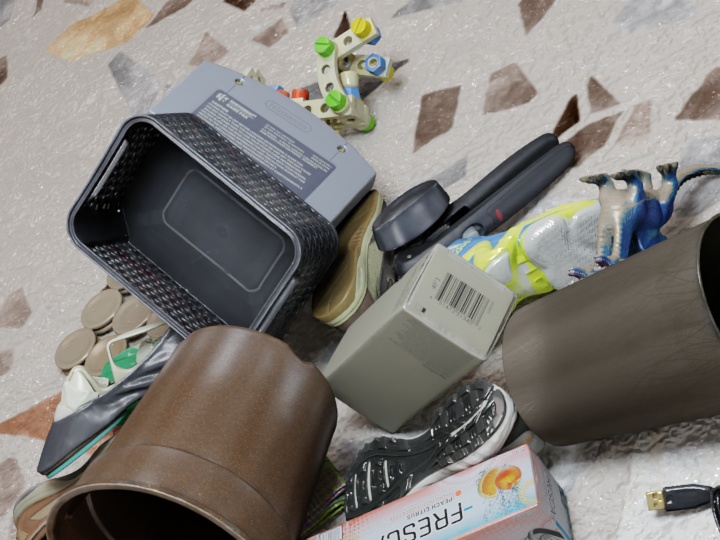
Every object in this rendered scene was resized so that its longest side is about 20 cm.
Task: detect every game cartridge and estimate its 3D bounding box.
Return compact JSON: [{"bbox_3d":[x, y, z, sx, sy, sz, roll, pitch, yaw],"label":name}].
[{"bbox_3d":[-0.091,-0.107,1.806,0.199,0.042,0.133,34,43,10],"label":"game cartridge"}]

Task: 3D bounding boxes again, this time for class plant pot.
[{"bbox_3d":[-0.117,0.164,1.573,0.199,0.201,0.199,-8,39,34],"label":"plant pot"}]

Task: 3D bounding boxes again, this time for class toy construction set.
[{"bbox_3d":[-0.061,-0.172,1.975,0.199,0.092,0.132,-10,69,43],"label":"toy construction set"}]

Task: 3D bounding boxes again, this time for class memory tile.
[{"bbox_3d":[-0.202,0.048,1.928,0.199,0.017,0.154,6,55,42],"label":"memory tile"}]

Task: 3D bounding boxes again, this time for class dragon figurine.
[{"bbox_3d":[0.230,-0.034,1.597,0.059,0.100,0.199,-6,4,42],"label":"dragon figurine"}]

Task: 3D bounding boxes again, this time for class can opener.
[{"bbox_3d":[0.107,-0.057,1.747,0.199,0.079,0.063,-31,42,-10],"label":"can opener"}]

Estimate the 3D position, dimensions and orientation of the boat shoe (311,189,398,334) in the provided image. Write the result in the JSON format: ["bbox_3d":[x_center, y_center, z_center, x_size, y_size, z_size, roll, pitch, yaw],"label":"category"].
[{"bbox_3d":[0.000,0.000,1.773,0.073,0.065,0.201,-33,22,27],"label":"boat shoe"}]

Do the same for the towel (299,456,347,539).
[{"bbox_3d":[-0.109,0.216,1.674,0.200,0.023,0.144,-41,37,-4],"label":"towel"}]

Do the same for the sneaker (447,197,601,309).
[{"bbox_3d":[0.131,-0.017,1.673,0.199,0.076,0.105,-26,28,1],"label":"sneaker"}]

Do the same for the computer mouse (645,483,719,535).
[{"bbox_3d":[0.192,0.212,1.409,0.199,0.046,0.141,-19,43,25],"label":"computer mouse"}]

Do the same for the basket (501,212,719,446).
[{"bbox_3d":[0.217,0.054,1.473,0.199,0.180,0.137,-21,61,37],"label":"basket"}]

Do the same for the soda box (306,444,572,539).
[{"bbox_3d":[0.058,0.209,1.504,0.199,0.068,0.064,-25,39,18],"label":"soda box"}]

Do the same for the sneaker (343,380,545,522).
[{"bbox_3d":[0.062,0.159,1.558,0.200,0.079,0.074,-32,46,36],"label":"sneaker"}]

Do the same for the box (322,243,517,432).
[{"bbox_3d":[0.043,0.057,1.585,0.069,0.082,0.200,-61,9,-28],"label":"box"}]

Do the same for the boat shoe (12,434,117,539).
[{"bbox_3d":[-0.222,0.205,1.744,0.199,0.076,0.072,-33,40,23],"label":"boat shoe"}]

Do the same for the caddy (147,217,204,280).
[{"bbox_3d":[-0.126,-0.059,1.849,0.105,0.140,0.201,119,173,-53],"label":"caddy"}]

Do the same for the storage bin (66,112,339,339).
[{"bbox_3d":[-0.135,-0.031,1.708,0.200,0.094,0.136,38,107,12],"label":"storage bin"}]

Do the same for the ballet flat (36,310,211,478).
[{"bbox_3d":[-0.215,0.100,1.743,0.199,0.073,0.073,-36,37,-3],"label":"ballet flat"}]

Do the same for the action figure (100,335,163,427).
[{"bbox_3d":[-0.170,0.097,1.807,0.198,0.055,0.119,-17,63,18],"label":"action figure"}]
